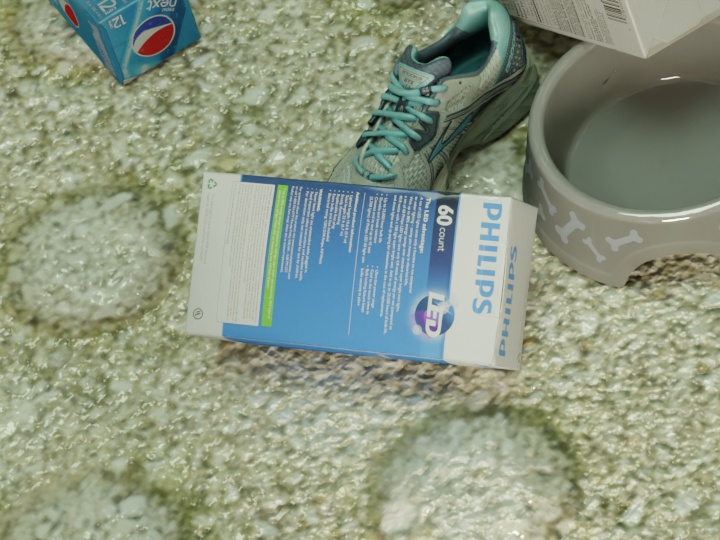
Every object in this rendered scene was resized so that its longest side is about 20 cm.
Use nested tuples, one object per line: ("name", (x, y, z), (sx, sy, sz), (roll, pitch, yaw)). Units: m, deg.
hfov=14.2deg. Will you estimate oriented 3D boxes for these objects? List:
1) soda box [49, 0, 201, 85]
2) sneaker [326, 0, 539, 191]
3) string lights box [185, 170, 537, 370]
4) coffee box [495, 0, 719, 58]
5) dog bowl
("soda box", (-0.192, -0.218, 2.015), (0.068, 0.064, 0.200), (-32, 51, -12))
("sneaker", (0.031, -0.096, 1.838), (0.078, 0.086, 0.200), (26, 62, 31))
("string lights box", (0.000, 0.000, 1.757), (0.199, 0.059, 0.103), (6, 87, 19))
("coffee box", (0.158, -0.208, 1.845), (0.113, 0.080, 0.200), (-30, 26, -19))
("dog bowl", (0.195, -0.081, 1.800), (0.199, 0.059, 0.200), (-8, 51, 9))
